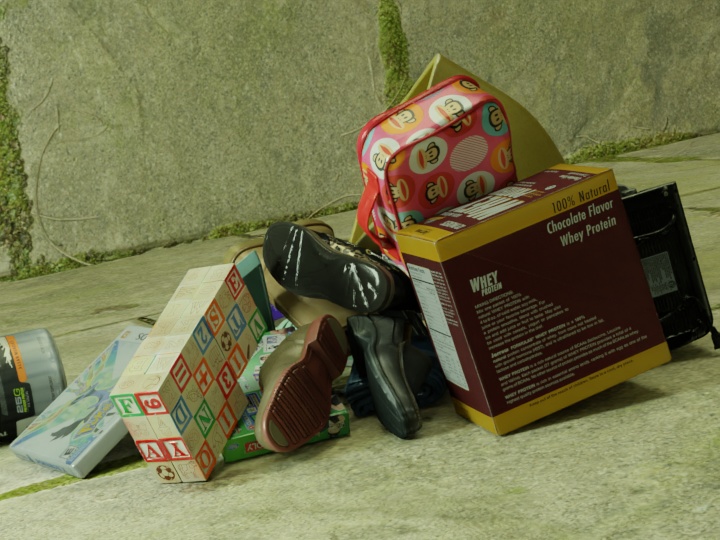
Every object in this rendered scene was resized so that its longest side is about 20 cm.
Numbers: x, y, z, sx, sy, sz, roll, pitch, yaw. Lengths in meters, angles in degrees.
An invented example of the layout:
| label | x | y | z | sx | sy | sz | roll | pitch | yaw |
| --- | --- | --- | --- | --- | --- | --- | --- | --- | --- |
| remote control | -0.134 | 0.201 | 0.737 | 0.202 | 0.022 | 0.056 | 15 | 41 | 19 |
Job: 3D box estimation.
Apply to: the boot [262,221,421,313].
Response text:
| label | x | y | z | sx | sy | sz | roll | pitch | yaw |
| --- | --- | --- | --- | --- | --- | --- | --- | --- | --- |
| boot | 0.000 | 0.000 | 1.801 | 0.199 | 0.074 | 0.150 | 19 | 10 | 41 |

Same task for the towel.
| label | x | y | z | sx | sy | sz | roll | pitch | yaw |
| --- | --- | --- | --- | --- | --- | --- | --- | --- | --- |
| towel | 0.043 | 0.112 | 1.797 | 0.111 | 0.049 | 0.200 | -8 | 8 | 5 |

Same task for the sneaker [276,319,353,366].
| label | x | y | z | sx | sy | sz | roll | pitch | yaw |
| --- | --- | --- | --- | --- | --- | --- | --- | --- | --- |
| sneaker | -0.080 | 0.062 | 1.994 | 0.199 | 0.119 | 0.074 | -6 | 40 | 21 |

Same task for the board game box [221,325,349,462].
| label | x | y | z | sx | sy | sz | roll | pitch | yaw |
| --- | --- | --- | --- | --- | --- | --- | --- | --- | --- |
| board game box | -0.105 | 0.127 | 1.705 | 0.133 | 0.029 | 0.200 | -12 | 28 | -14 |

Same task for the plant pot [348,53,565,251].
| label | x | y | z | sx | sy | sz | roll | pitch | yaw |
| --- | --- | --- | --- | --- | --- | --- | --- | --- | --- |
| plant pot | 0.122 | -0.094 | 1.882 | 0.199 | 0.196 | 0.196 | 22 | -29 | -12 |

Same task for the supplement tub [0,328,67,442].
| label | x | y | z | sx | sy | sz | roll | pitch | yaw |
| --- | --- | --- | --- | --- | --- | --- | --- | --- | --- |
| supplement tub | -0.448 | 0.145 | 1.883 | 0.198 | 0.124 | 0.122 | -13 | 9 | -20 |

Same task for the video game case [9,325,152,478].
| label | x | y | z | sx | sy | sz | roll | pitch | yaw |
| --- | --- | --- | --- | --- | --- | --- | --- | --- | --- |
| video game case | -0.276 | 0.138 | 1.755 | 0.200 | 0.022 | 0.182 | -47 | 25 | -23 |

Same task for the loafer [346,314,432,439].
| label | x | y | z | sx | sy | sz | roll | pitch | yaw |
| --- | --- | --- | --- | --- | --- | --- | --- | --- | --- |
| loafer | 0.039 | 0.099 | 1.653 | 0.072 | 0.073 | 0.200 | -12 | 32 | -7 |

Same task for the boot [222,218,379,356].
| label | x | y | z | sx | sy | sz | roll | pitch | yaw |
| --- | --- | --- | --- | --- | --- | --- | --- | --- | --- |
| boot | -0.042 | 0.023 | 1.882 | 0.174 | 0.067 | 0.199 | -22 | 41 | -38 |

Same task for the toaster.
| label | x | y | z | sx | sy | sz | roll | pitch | yaw |
| --- | --- | --- | --- | --- | --- | --- | --- | --- | --- |
| toaster | 0.277 | 0.015 | 1.752 | 0.179 | 0.202 | 0.119 | -18 | 5 | -2 |

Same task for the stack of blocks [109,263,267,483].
| label | x | y | z | sx | sy | sz | roll | pitch | yaw |
| --- | --- | --- | --- | --- | --- | --- | --- | --- | --- |
| stack of blocks | -0.162 | 0.100 | 1.606 | 0.058 | 0.116 | 0.201 | -7 | 35 | 27 |

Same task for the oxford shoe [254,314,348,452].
| label | x | y | z | sx | sy | sz | roll | pitch | yaw |
| --- | --- | --- | --- | --- | --- | --- | --- | --- | --- |
| oxford shoe | -0.072 | 0.123 | 1.627 | 0.074 | 0.071 | 0.200 | -21 | 19 | 29 |

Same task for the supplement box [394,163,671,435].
| label | x | y | z | sx | sy | sz | roll | pitch | yaw |
| --- | --- | --- | --- | --- | --- | --- | --- | --- | --- |
| supplement box | 0.169 | 0.024 | 1.596 | 0.196 | 0.202 | 0.133 | -22 | 11 | -12 |

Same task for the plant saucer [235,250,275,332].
| label | x | y | z | sx | sy | sz | roll | pitch | yaw |
| --- | --- | --- | --- | --- | --- | --- | --- | --- | --- |
| plant saucer | -0.123 | 0.070 | 1.817 | 0.019 | 0.201 | 0.070 | 28 | 55 | 32 |

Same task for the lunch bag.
| label | x | y | z | sx | sy | sz | roll | pitch | yaw |
| --- | --- | --- | --- | --- | --- | --- | --- | --- | --- |
| lunch bag | 0.074 | -0.084 | 1.660 | 0.175 | 0.201 | 0.082 | -29 | 46 | -16 |

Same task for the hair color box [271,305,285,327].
| label | x | y | z | sx | sy | sz | roll | pitch | yaw |
| --- | --- | --- | --- | --- | --- | --- | --- | --- | --- |
| hair color box | -0.191 | 0.083 | 2.088 | 0.109 | 0.065 | 0.199 | -41 | -11 | 35 |

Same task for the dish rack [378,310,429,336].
| label | x | y | z | sx | sy | sz | roll | pitch | yaw |
| --- | --- | --- | --- | --- | --- | --- | --- | --- | --- |
| dish rack | 0.030 | 0.029 | 2.060 | 0.054 | 0.154 | 0.200 | -33 | 5 | 5 |
